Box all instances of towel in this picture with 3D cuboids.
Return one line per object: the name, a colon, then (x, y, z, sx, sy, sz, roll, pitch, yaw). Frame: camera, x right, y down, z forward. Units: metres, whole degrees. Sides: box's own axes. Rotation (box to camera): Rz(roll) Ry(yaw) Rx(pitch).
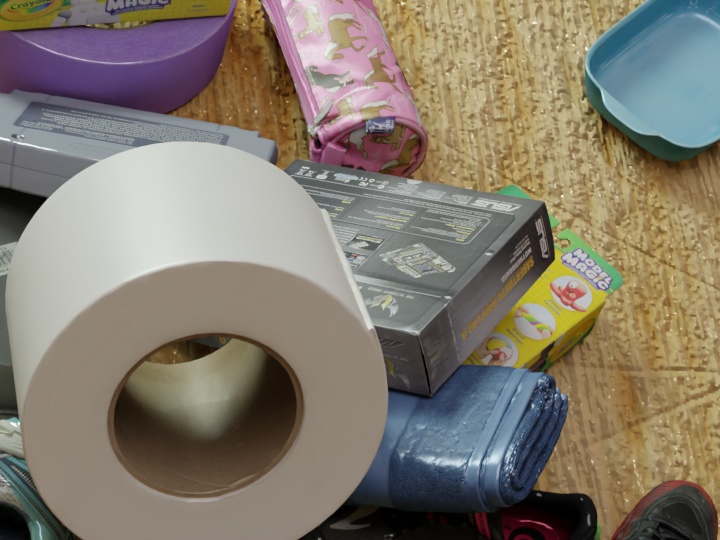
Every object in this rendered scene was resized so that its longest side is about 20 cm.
towel: (0.018, 0.102, 1.334, 0.200, 0.049, 0.112, 2, 36, 26)

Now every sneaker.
sneaker: (-0.252, 0.116, 1.290, 0.200, 0.078, 0.086, 18, 54, -2)
sneaker: (0.053, 0.155, 1.343, 0.199, 0.084, 0.077, -1, 53, -17)
sneaker: (0.177, 0.193, 1.341, 0.071, 0.098, 0.201, 29, 50, 9)

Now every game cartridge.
game cartridge: (-0.158, -0.074, 1.439, 0.199, 0.041, 0.133, 10, 15, 1)

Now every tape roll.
tape roll: (-0.095, 0.047, 1.237, 0.202, 0.203, 0.139, 2, 29, -15)
tape roll: (-0.188, -0.200, 1.560, 0.200, 0.066, 0.200, 8, 51, -10)

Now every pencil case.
pencil case: (-0.018, -0.151, 1.563, 0.083, 0.087, 0.200, -23, 57, 6)

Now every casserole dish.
casserole dish: (0.247, -0.149, 1.666, 0.121, 0.039, 0.200, 40, 52, 15)

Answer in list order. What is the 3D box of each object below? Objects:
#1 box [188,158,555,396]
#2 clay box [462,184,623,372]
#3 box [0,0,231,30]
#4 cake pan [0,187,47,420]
box: (0.000, 0.000, 1.406, 0.200, 0.048, 0.158, 10, 39, 32)
clay box: (0.073, 0.031, 1.468, 0.115, 0.048, 0.200, 42, 53, 19)
box: (-0.196, -0.223, 1.506, 0.200, 0.048, 0.118, -8, 56, -20)
cake pan: (-0.225, 0.008, 1.386, 0.200, 0.037, 0.201, 13, 42, -12)
